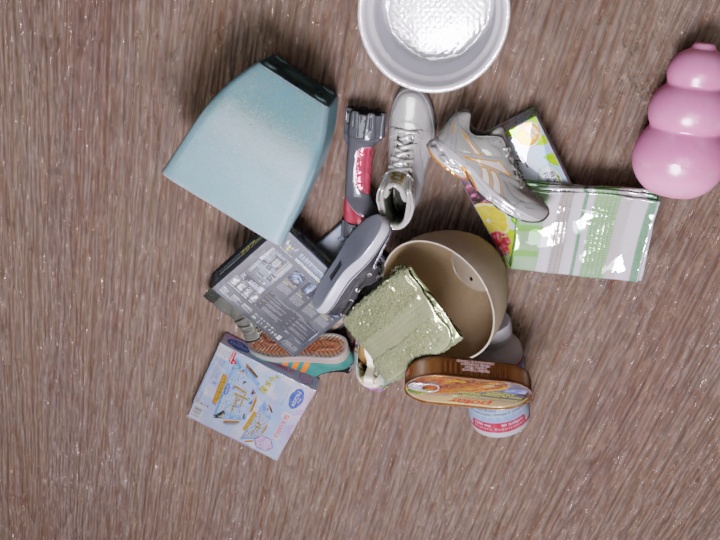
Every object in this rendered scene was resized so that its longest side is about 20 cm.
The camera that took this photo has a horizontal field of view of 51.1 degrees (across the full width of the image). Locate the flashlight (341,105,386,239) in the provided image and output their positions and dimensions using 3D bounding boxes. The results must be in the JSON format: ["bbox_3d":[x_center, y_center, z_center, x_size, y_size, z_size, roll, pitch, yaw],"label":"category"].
[{"bbox_3d":[0.008,-0.145,1.154,0.067,0.068,0.202,-7,117,-28],"label":"flashlight"}]

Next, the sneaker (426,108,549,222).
[{"bbox_3d":[0.192,-0.148,1.054,0.199,0.076,0.092,37,108,4],"label":"sneaker"}]

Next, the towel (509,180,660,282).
[{"bbox_3d":[0.327,-0.054,1.109,0.197,0.031,0.151,5,118,6],"label":"towel"}]

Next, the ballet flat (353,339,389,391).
[{"bbox_3d":[0.019,0.150,1.305,0.068,0.071,0.202,2,124,5],"label":"ballet flat"}]

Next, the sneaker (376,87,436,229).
[{"bbox_3d":[0.068,-0.161,1.112,0.073,0.116,0.202,6,118,9],"label":"sneaker"}]

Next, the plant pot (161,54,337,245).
[{"bbox_3d":[-0.135,-0.195,1.095,0.195,0.196,0.201,31,111,-7],"label":"plant pot"}]

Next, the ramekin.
[{"bbox_3d":[0.101,-0.351,1.011,0.198,0.098,0.203,5,118,8],"label":"ramekin"}]

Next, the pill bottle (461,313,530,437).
[{"bbox_3d":[0.223,0.171,1.264,0.107,0.109,0.202,-6,117,14],"label":"pill bottle"}]

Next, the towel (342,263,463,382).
[{"bbox_3d":[0.058,0.087,1.168,0.149,0.036,0.200,52,138,3],"label":"towel"}]

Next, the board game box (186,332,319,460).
[{"bbox_3d":[-0.205,0.242,1.426,0.198,0.041,0.201,28,120,-4],"label":"board game box"}]

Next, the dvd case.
[{"bbox_3d":[-0.039,0.017,1.285,0.143,0.018,0.200,44,117,-13],"label":"dvd case"}]

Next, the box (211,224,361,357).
[{"bbox_3d":[-0.118,0.028,1.223,0.157,0.051,0.200,-39,121,13],"label":"box"}]

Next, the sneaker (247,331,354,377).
[{"bbox_3d":[-0.106,0.153,1.341,0.198,0.072,0.080,5,140,22],"label":"sneaker"}]

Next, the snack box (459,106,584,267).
[{"bbox_3d":[0.242,-0.121,1.134,0.141,0.053,0.201,-25,111,21],"label":"snack box"}]

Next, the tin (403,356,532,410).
[{"bbox_3d":[0.165,0.175,1.161,0.197,0.042,0.112,6,144,-3],"label":"tin"}]

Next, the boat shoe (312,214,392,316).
[{"bbox_3d":[0.000,0.000,1.155,0.066,0.070,0.201,20,122,-26],"label":"boat shoe"}]

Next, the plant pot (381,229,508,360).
[{"bbox_3d":[0.151,0.019,1.166,0.199,0.134,0.202,22,129,31],"label":"plant pot"}]

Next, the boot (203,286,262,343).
[{"bbox_3d":[-0.169,0.033,1.289,0.131,0.068,0.200,44,126,-8],"label":"boot"}]

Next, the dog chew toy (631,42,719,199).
[{"bbox_3d":[0.442,-0.203,1.017,0.123,0.125,0.202,7,111,7],"label":"dog chew toy"}]
